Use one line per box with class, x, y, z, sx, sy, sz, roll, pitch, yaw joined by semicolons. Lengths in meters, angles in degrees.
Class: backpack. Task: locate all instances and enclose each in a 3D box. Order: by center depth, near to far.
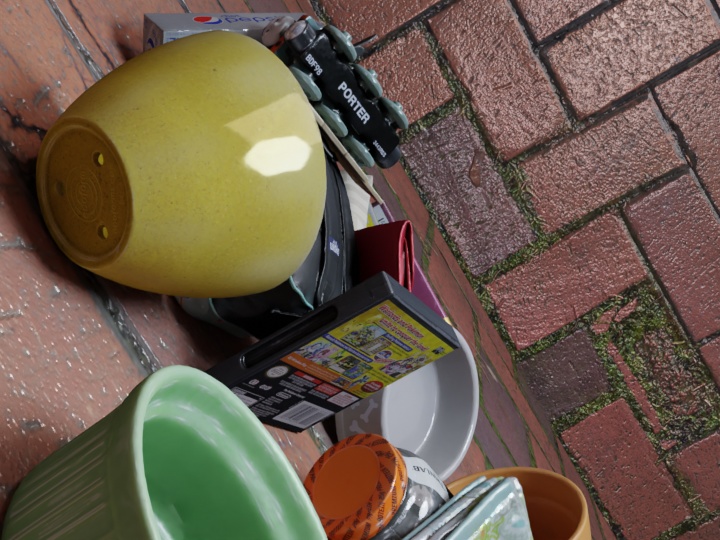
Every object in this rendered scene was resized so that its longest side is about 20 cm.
backpack;-0.083;-0.039;0.894;0.176;0.151;0.203;35;51;-62

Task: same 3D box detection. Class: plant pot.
plant pot;-0.143;-0.066;0.709;0.141;0.199;0.202;-19;78;-52
plant pot;0.155;0.324;1.059;0.200;0.197;0.142;-86;161;-71

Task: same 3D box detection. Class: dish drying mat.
dish drying mat;0.000;0.000;0.945;0.199;0.018;0.078;170;-82;-66

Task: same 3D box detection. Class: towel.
towel;0.079;0.278;0.785;0.199;0.048;0.174;-26;109;-43

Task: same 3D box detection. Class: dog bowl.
dog bowl;0.059;0.143;1.076;0.198;0.058;0.204;-4;95;-49

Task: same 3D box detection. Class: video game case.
video game case;-0.021;0.077;0.847;0.026;0.179;0.200;66;12;23

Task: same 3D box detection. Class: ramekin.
ramekin;-0.094;0.162;0.522;0.201;0.097;0.201;57;12;-18

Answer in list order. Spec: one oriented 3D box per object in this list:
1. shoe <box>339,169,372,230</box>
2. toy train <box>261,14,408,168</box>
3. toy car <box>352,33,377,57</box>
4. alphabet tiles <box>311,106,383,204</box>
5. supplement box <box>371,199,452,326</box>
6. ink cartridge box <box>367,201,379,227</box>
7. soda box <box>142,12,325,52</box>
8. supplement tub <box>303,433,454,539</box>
shoe;-0.008;-0.038;1.084;0.070;0.052;0.202;101;-11;-48
toy train;-0.030;-0.189;1.064;0.114;0.085;0.200;30;-14;51
toy car;-0.066;-0.232;1.253;0.159;0.199;0.164;58;-10;-9
alphabet tiles;-0.042;-0.141;0.983;0.167;0.006;0.200;51;0;-18
supplement box;0.034;0.019;1.381;0.202;0.102;0.131;62;-2;5
ink cartridge box;0.002;0.021;1.216;0.200;0.046;0.202;93;-13;-44
soda box;-0.136;-0.243;1.088;0.068;0.197;0.064;42;-47;47
supplement tub;0.038;0.239;0.863;0.201;0.121;0.123;54;13;-34
